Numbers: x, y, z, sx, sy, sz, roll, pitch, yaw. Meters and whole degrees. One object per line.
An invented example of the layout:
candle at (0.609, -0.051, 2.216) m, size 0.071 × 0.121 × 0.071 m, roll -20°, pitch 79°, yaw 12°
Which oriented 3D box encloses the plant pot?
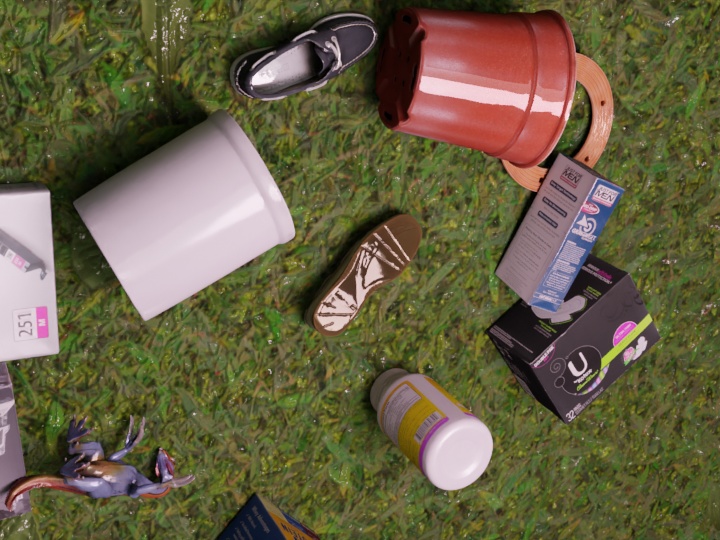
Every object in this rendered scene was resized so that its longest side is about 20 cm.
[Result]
plant pot at (0.133, -0.239, 1.262) m, size 0.193 × 0.201 × 0.203 m, roll 5°, pitch 107°, yaw -20°

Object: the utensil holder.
utensil holder at (-0.201, -0.061, 1.158) m, size 0.199 × 0.170 × 0.171 m, roll -32°, pitch 121°, yaw -12°

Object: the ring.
ring at (0.275, -0.210, 1.440) m, size 0.199 × 0.019 × 0.203 m, roll -11°, pitch 115°, yaw -25°

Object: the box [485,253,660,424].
box at (0.320, 0.096, 1.520) m, size 0.200 × 0.124 × 0.149 m, roll -41°, pitch 123°, yaw -7°

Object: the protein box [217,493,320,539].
protein box at (-0.129, 0.457, 1.377) m, size 0.200 × 0.198 × 0.135 m, roll -50°, pitch 123°, yaw -2°

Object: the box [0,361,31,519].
box at (-0.473, 0.214, 1.169) m, size 0.156 × 0.050 × 0.202 m, roll -11°, pitch 125°, yaw -24°

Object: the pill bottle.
pill bottle at (0.089, 0.209, 1.395) m, size 0.103 × 0.200 × 0.105 m, roll -10°, pitch 114°, yaw -24°

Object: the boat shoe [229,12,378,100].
boat shoe at (-0.058, -0.253, 1.221) m, size 0.199 × 0.060 × 0.076 m, roll -29°, pitch 120°, yaw -15°

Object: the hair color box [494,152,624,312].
hair color box at (0.280, -0.053, 1.441) m, size 0.060 × 0.100 × 0.201 m, roll 16°, pitch 109°, yaw -32°

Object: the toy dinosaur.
toy dinosaur at (-0.311, 0.249, 1.268) m, size 0.198 × 0.106 × 0.182 m, roll -23°, pitch 143°, yaw 4°

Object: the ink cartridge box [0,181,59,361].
ink cartridge box at (-0.433, 0.007, 1.136) m, size 0.172 × 0.043 × 0.202 m, roll -7°, pitch 112°, yaw -27°

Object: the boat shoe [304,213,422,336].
boat shoe at (0.001, 0.002, 1.362) m, size 0.073 × 0.063 × 0.201 m, roll 42°, pitch 80°, yaw -21°
